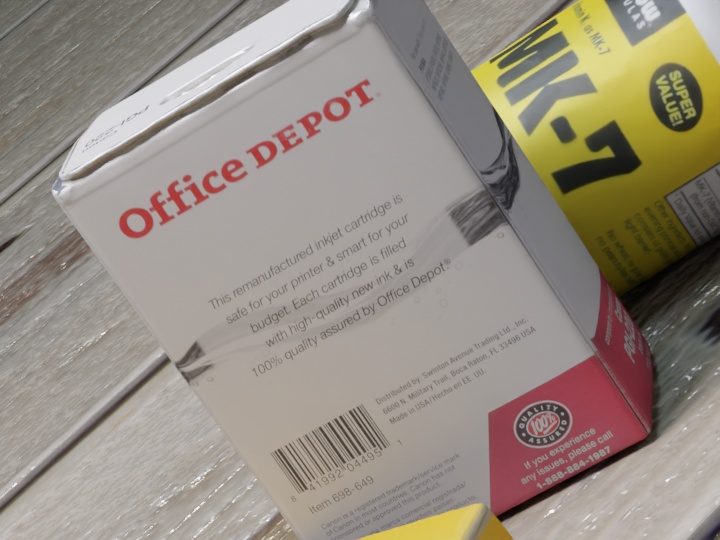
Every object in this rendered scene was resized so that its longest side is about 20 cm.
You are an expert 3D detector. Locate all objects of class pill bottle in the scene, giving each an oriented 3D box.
[{"bbox_3d":[0.117,-0.062,1.132,0.200,0.114,0.114,-33,17,8],"label":"pill bottle"}]

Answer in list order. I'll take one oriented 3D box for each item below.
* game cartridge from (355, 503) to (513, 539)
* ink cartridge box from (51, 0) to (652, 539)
[{"bbox_3d":[-0.049,0.174,0.967,0.176,0.032,0.200,-21,24,38],"label":"game cartridge"},{"bbox_3d":[0.000,0.000,1.039,0.146,0.200,0.085,-29,18,17],"label":"ink cartridge box"}]
